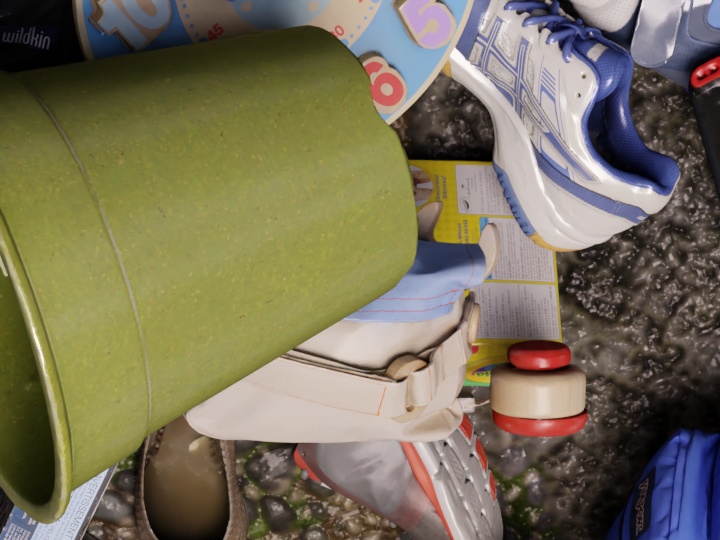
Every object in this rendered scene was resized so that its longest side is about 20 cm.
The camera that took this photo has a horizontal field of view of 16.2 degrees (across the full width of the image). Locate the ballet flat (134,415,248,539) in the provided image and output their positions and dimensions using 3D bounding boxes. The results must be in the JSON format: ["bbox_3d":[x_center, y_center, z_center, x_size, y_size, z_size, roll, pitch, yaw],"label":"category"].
[{"bbox_3d":[-0.092,0.104,1.365,0.067,0.046,0.200,13,122,8],"label":"ballet flat"}]

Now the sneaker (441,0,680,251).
[{"bbox_3d":[0.093,-0.110,1.263,0.088,0.075,0.200,-20,106,41],"label":"sneaker"}]

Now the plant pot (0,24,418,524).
[{"bbox_3d":[-0.083,-0.019,1.077,0.190,0.200,0.200,-20,115,-21],"label":"plant pot"}]

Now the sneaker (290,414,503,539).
[{"bbox_3d":[0.007,0.096,1.381,0.082,0.077,0.200,-25,107,24],"label":"sneaker"}]

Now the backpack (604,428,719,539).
[{"bbox_3d":[0.221,0.159,1.334,0.168,0.163,0.200,17,134,-11],"label":"backpack"}]

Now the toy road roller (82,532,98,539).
[{"bbox_3d":[-0.150,0.258,1.387,0.123,0.146,0.200,-38,111,12],"label":"toy road roller"}]

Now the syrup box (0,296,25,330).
[{"bbox_3d":[-0.195,0.008,1.248,0.081,0.200,0.079,6,113,-6],"label":"syrup box"}]

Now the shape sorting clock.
[{"bbox_3d":[-0.034,-0.136,1.144,0.200,0.039,0.200,-9,115,-19],"label":"shape sorting clock"}]

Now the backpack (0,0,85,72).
[{"bbox_3d":[-0.132,-0.172,1.198,0.183,0.147,0.200,-11,116,-15],"label":"backpack"}]

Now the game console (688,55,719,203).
[{"bbox_3d":[0.271,-0.062,1.314,0.177,0.031,0.200,-17,135,8],"label":"game console"}]

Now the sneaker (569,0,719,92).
[{"bbox_3d":[0.188,-0.186,1.258,0.146,0.081,0.200,34,112,-22],"label":"sneaker"}]

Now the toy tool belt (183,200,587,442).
[{"bbox_3d":[0.011,0.016,1.198,0.200,0.125,0.123,1,100,-5],"label":"toy tool belt"}]

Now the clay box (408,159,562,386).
[{"bbox_3d":[0.000,0.000,1.306,0.200,0.115,0.048,1,147,-4],"label":"clay box"}]

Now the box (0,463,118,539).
[{"bbox_3d":[-0.151,0.088,1.285,0.038,0.200,0.137,23,110,-9],"label":"box"}]
